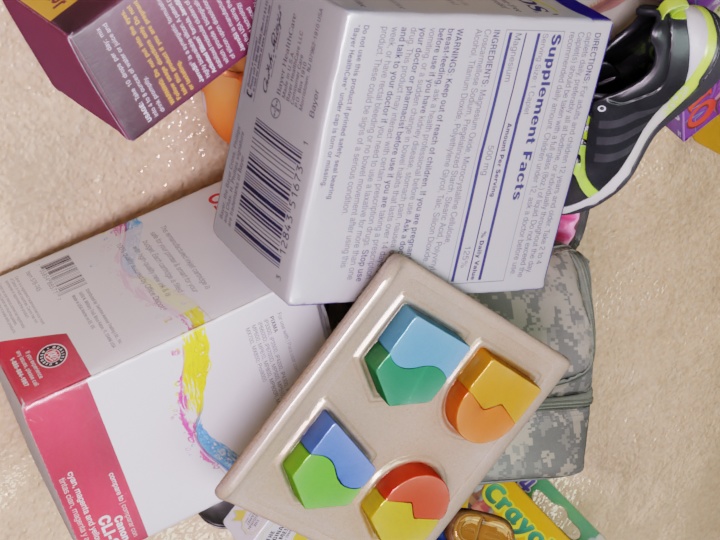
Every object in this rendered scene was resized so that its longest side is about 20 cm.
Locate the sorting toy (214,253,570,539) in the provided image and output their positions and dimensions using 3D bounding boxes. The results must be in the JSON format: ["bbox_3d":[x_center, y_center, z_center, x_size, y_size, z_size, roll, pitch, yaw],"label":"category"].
[{"bbox_3d":[0.028,0.101,1.171,0.200,0.036,0.185,30,100,-44],"label":"sorting toy"}]

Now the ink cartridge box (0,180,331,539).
[{"bbox_3d":[-0.128,0.061,1.222,0.199,0.145,0.145,-25,127,-13],"label":"ink cartridge box"}]

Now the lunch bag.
[{"bbox_3d":[0.067,0.059,1.350,0.199,0.139,0.169,0,102,-26],"label":"lunch bag"}]

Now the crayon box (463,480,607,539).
[{"bbox_3d":[0.100,0.247,1.526,0.200,0.126,0.052,-40,158,-14],"label":"crayon box"}]

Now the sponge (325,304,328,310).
[{"bbox_3d":[0.000,0.000,1.384,0.199,0.030,0.112,-20,124,-28],"label":"sponge"}]

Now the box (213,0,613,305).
[{"bbox_3d":[0.030,-0.088,1.149,0.199,0.105,0.185,-3,117,-34],"label":"box"}]

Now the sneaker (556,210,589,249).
[{"bbox_3d":[0.166,-0.087,1.441,0.095,0.079,0.201,-15,124,-44],"label":"sneaker"}]

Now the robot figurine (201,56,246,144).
[{"bbox_3d":[-0.028,-0.104,1.248,0.144,0.117,0.200,-47,132,-2],"label":"robot figurine"}]

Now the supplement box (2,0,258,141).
[{"bbox_3d":[-0.106,-0.184,1.146,0.200,0.110,0.086,-39,131,-14],"label":"supplement box"}]

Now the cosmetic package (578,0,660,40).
[{"bbox_3d":[0.155,-0.208,1.339,0.200,0.103,0.088,-34,130,-20],"label":"cosmetic package"}]

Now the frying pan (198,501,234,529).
[{"bbox_3d":[-0.064,0.126,1.299,0.031,0.190,0.116,27,74,-37],"label":"frying pan"}]

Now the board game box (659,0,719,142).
[{"bbox_3d":[0.269,-0.188,1.359,0.120,0.032,0.200,-34,151,-9],"label":"board game box"}]

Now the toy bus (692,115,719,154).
[{"bbox_3d":[0.322,-0.195,1.498,0.078,0.065,0.201,-13,122,-30],"label":"toy bus"}]

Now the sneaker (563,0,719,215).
[{"bbox_3d":[0.169,-0.120,1.303,0.082,0.072,0.200,10,134,-35],"label":"sneaker"}]

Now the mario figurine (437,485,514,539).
[{"bbox_3d":[0.054,0.202,1.357,0.123,0.200,0.107,-17,99,-16],"label":"mario figurine"}]

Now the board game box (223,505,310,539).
[{"bbox_3d":[0.019,0.115,1.225,0.134,0.034,0.200,30,100,-44],"label":"board game box"}]
